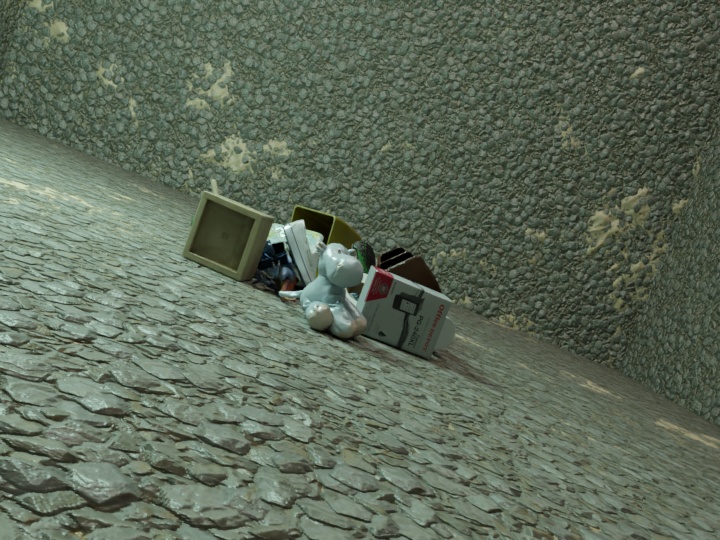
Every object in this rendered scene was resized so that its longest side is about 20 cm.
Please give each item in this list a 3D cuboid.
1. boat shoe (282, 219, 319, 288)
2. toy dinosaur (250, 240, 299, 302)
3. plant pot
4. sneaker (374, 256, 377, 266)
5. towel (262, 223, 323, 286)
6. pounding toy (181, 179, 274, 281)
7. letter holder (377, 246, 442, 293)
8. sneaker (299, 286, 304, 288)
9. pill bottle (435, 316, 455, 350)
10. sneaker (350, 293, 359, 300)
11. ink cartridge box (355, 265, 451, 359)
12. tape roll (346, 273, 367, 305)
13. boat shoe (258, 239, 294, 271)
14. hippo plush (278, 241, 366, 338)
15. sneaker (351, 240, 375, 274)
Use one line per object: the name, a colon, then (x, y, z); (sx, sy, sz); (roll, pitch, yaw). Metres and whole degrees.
boat shoe: (-0.131, -0.026, 1.588); (0.064, 0.205, 0.073); (-21, 10, -10)
toy dinosaur: (-0.188, 0.034, 1.539); (0.203, 0.104, 0.181); (62, 13, 26)
plant pot: (-0.111, -0.071, 2.023); (0.198, 0.205, 0.174); (19, 3, 44)
sneaker: (-0.045, -0.008, 1.845); (0.078, 0.197, 0.100); (57, -7, 44)
towel: (-0.199, -0.048, 1.719); (0.167, 0.049, 0.202); (13, 41, 5)
pounding toy: (-0.320, -0.102, 1.520); (0.196, 0.188, 0.142); (22, 4, 7)
letter holder: (0.150, 0.037, 1.798); (0.202, 0.139, 0.101); (59, 18, -25)
sneaker: (-0.189, -0.009, 1.796); (0.113, 0.082, 0.199); (23, 5, -11)
pill bottle: (0.154, 0.128, 1.635); (0.111, 0.115, 0.199); (19, 5, -29)
sneaker: (-0.033, 0.057, 1.751); (0.198, 0.087, 0.076); (25, 5, 42)
ink cartridge box: (0.093, 0.096, 1.470); (0.196, 0.148, 0.083); (21, 3, -11)
tape roll: (0.007, 0.072, 1.593); (0.198, 0.038, 0.204); (18, 29, -10)
boat shoe: (-0.233, -0.052, 1.629); (0.196, 0.070, 0.085); (-15, 50, -25)
hippo plush: (-0.044, 0.034, 1.336); (0.157, 0.164, 0.199); (20, 9, -32)
sneaker: (0.000, 0.000, 1.761); (0.083, 0.079, 0.203); (1, -42, 13)
